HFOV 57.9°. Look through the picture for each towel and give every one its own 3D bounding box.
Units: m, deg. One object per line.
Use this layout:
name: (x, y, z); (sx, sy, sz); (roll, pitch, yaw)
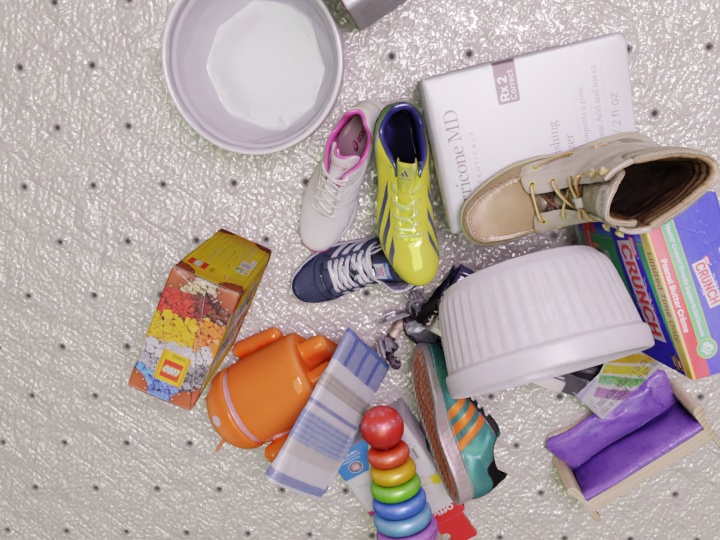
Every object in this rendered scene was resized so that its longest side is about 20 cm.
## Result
towel: (-0.037, 0.181, 0.801); (0.024, 0.147, 0.200); (21, 74, 30)

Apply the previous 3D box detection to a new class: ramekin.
ramekin: (-0.114, -0.238, 0.746); (0.200, 0.105, 0.201); (1, 106, 3)
ramekin: (0.174, 0.053, 0.654); (0.200, 0.200, 0.105); (-16, 75, 7)

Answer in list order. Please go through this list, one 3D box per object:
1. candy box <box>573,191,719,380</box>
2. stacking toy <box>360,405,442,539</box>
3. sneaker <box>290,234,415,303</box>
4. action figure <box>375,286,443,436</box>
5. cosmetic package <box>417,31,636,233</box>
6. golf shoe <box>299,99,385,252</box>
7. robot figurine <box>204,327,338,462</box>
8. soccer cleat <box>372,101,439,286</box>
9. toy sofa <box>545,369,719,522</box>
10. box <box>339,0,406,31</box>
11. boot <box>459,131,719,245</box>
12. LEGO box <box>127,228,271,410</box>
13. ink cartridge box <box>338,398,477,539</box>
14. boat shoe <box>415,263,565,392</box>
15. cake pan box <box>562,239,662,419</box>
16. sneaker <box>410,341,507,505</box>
candy box: (0.306, 0.003, 0.681); (0.077, 0.200, 0.169); (-20, 98, 0)
stacking toy: (0.045, 0.264, 0.820); (0.085, 0.085, 0.200); (-11, 98, 6)
sneaker: (0.000, 0.000, 0.800); (0.200, 0.109, 0.070); (-19, 102, 8)
action figure: (0.093, 0.113, 0.846); (0.130, 0.069, 0.200); (-13, 102, 10)
cosmetic package: (0.176, -0.152, 0.719); (0.200, 0.165, 0.165); (-12, 104, 7)
golf shoe: (-0.030, -0.112, 0.778); (0.075, 0.092, 0.200); (26, 105, 8)
robot figurine: (-0.113, 0.158, 0.844); (0.200, 0.117, 0.144); (-28, 101, 10)
soccer cleat: (0.048, -0.083, 0.701); (0.065, 0.084, 0.201); (-7, 88, -5)
toy sofa: (0.350, 0.225, 0.853); (0.200, 0.083, 0.098); (-38, 101, 12)
box: (-0.002, -0.347, 0.661); (0.106, 0.200, 0.152); (-30, 100, 11)
boot: (0.188, -0.064, 0.577); (0.200, 0.155, 0.072); (-21, 104, 9)
LEGO box: (-0.183, 0.048, 0.777); (0.077, 0.200, 0.149); (24, 104, -4)
ink cartridge box: (0.062, 0.293, 0.895); (0.116, 0.067, 0.200); (-31, 101, 11)
boat shoe: (0.174, 0.067, 0.784); (0.200, 0.075, 0.093); (28, 89, -9)
cake pan box: (0.303, 0.065, 0.830); (0.184, 0.052, 0.200); (42, 104, -5)
sneaker: (0.121, 0.177, 0.796); (0.080, 0.071, 0.200); (-16, 92, -17)
